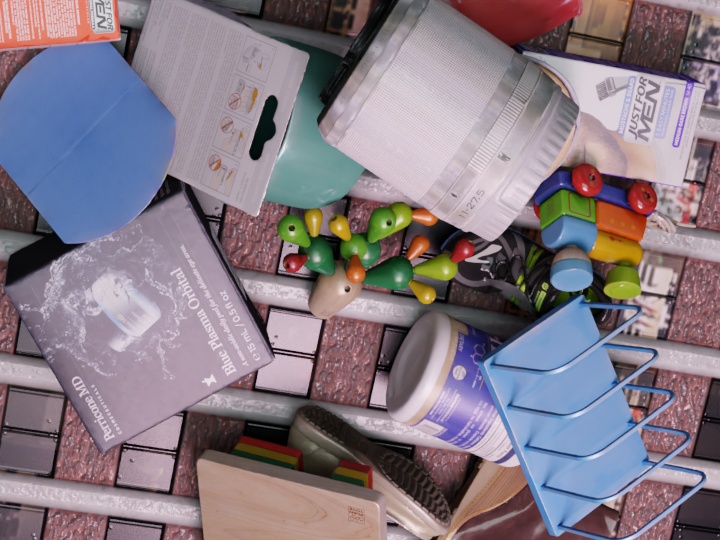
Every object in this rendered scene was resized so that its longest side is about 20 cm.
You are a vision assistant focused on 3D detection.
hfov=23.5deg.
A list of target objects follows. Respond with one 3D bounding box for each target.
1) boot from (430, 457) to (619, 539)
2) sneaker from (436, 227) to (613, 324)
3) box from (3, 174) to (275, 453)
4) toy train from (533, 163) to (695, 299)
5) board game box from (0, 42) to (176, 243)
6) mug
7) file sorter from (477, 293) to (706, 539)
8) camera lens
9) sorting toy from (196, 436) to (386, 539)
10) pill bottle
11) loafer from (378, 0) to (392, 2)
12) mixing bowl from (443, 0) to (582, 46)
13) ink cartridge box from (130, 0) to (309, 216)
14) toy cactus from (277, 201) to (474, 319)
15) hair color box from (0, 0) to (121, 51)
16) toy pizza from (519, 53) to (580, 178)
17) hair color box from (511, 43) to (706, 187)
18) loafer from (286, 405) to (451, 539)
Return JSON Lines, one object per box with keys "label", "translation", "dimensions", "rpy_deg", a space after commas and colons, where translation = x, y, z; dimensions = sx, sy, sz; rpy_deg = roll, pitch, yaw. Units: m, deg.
{"label": "boot", "translation": [0.163, 0.297, 1.845], "dimensions": [0.166, 0.072, 0.201], "rpy_deg": [34, 90, -5]}
{"label": "sneaker", "translation": [0.173, 0.006, 1.774], "dimensions": [0.198, 0.083, 0.071], "rpy_deg": [19, 103, -13]}
{"label": "box", "translation": [-0.216, 0.037, 1.700], "dimensions": [0.199, 0.118, 0.198], "rpy_deg": [-28, 108, 0]}
{"label": "toy train", "translation": [0.270, -0.022, 1.756], "dimensions": [0.198, 0.085, 0.117], "rpy_deg": [16, 60, -26]}
{"label": "board game box", "translation": [-0.257, -0.123, 1.655], "dimensions": [0.158, 0.039, 0.200], "rpy_deg": [-45, 70, 6]}
{"label": "mug", "translation": [-0.062, -0.137, 1.673], "dimensions": [0.113, 0.184, 0.154], "rpy_deg": [12, 84, -31]}
{"label": "file sorter", "translation": [0.233, 0.147, 1.693], "dimensions": [0.138, 0.122, 0.202], "rpy_deg": [-31, 107, -25]}
{"label": "camera lens", "translation": [0.073, -0.141, 1.532], "dimensions": [0.199, 0.160, 0.161], "rpy_deg": [33, 97, -4]}
{"label": "sorting toy", "translation": [-0.058, 0.273, 1.774], "dimensions": [0.198, 0.070, 0.201], "rpy_deg": [11, 124, 19]}
{"label": "pill bottle", "translation": [0.137, 0.133, 1.782], "dimensions": [0.198, 0.120, 0.121], "rpy_deg": [24, 100, -16]}
{"label": "loafer", "translation": [0.066, -0.205, 1.710], "dimensions": [0.071, 0.063, 0.202], "rpy_deg": [-13, 107, -6]}
{"label": "mixing bowl", "translation": [0.103, -0.279, 1.622], "dimensions": [0.108, 0.200, 0.200], "rpy_deg": [-42, 107, -1]}
{"label": "ink cartridge box", "translation": [-0.136, -0.160, 1.634], "dimensions": [0.199, 0.050, 0.164], "rpy_deg": [25, 103, 29]}
{"label": "toy cactus", "translation": [0.000, 0.000, 1.715], "dimensions": [0.198, 0.103, 0.165], "rpy_deg": [3, 146, -30]}
{"label": "hair color box", "translation": [-0.326, -0.241, 1.615], "dimensions": [0.198, 0.102, 0.062], "rpy_deg": [-6, 106, -9]}
{"label": "toy pizza", "translation": [0.117, -0.127, 1.670], "dimensions": [0.198, 0.032, 0.201], "rpy_deg": [-5, 137, -5]}
{"label": "hair color box", "translation": [0.239, -0.157, 1.753], "dimensions": [0.198, 0.065, 0.111], "rpy_deg": [9, 104, -10]}
{"label": "loafer", "translation": [0.005, 0.219, 1.803], "dimensions": [0.199, 0.076, 0.069], "rpy_deg": [36, 113, 3]}
